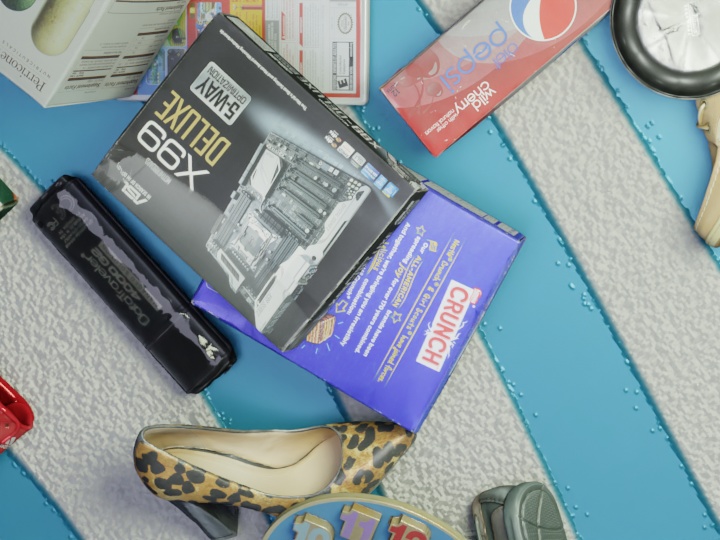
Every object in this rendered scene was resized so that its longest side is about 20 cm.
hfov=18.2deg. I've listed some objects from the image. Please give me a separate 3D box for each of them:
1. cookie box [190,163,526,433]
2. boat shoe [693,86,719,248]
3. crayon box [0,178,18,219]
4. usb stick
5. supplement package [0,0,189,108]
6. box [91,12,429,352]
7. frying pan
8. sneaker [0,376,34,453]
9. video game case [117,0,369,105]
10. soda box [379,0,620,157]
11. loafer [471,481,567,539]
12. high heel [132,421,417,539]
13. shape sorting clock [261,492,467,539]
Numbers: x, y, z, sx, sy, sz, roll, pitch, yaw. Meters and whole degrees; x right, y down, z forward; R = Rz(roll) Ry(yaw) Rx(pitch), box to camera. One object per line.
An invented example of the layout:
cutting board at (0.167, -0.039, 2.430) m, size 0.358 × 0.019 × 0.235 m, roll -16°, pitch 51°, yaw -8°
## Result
cookie box at (0.000, 0.000, 1.712) m, size 0.199 × 0.075 × 0.172 m, roll 30°, pitch 100°, yaw 5°
boat shoe at (0.279, -0.117, 1.662) m, size 0.064 × 0.071 × 0.201 m, roll 20°, pitch 90°, yaw 10°
crayon box at (-0.383, -0.085, 1.773) m, size 0.127 × 0.051 × 0.200 m, roll -41°, pitch 90°, yaw 11°
usb stick at (-0.178, 0.012, 1.764) m, size 0.055 × 0.033 × 0.200 m, roll -42°, pitch 90°, yaw 18°
supplement package at (-0.205, -0.247, 1.656) m, size 0.151 × 0.151 × 0.201 m, roll 37°, pitch 107°, yaw 11°
box at (-0.075, -0.065, 1.655) m, size 0.200 × 0.050 × 0.158 m, roll 43°, pitch 102°, yaw 8°
frying pan at (0.272, -0.171, 1.616) m, size 0.189 × 0.031 × 0.116 m, roll 15°, pitch 96°, yaw 5°
sneaker at (-0.313, 0.164, 1.783) m, size 0.115 × 0.078 × 0.202 m, roll -9°, pitch 97°, yaw 11°
video game case at (-0.091, -0.201, 1.730) m, size 0.198 × 0.017 × 0.144 m, roll 2°, pitch 98°, yaw 8°
soda box at (0.112, -0.174, 1.679) m, size 0.200 × 0.063 × 0.070 m, roll -40°, pitch 92°, yaw 12°
loafer at (0.133, 0.262, 1.741) m, size 0.063 × 0.072 × 0.202 m, roll -8°, pitch 94°, yaw 44°
high heel at (-0.068, 0.136, 1.709) m, size 0.199 × 0.072 × 0.143 m, roll -23°, pitch 138°, yaw 15°
shape sorting clock at (0.014, 0.249, 1.724) m, size 0.198 × 0.039 × 0.201 m, roll 9°, pitch 125°, yaw 13°
